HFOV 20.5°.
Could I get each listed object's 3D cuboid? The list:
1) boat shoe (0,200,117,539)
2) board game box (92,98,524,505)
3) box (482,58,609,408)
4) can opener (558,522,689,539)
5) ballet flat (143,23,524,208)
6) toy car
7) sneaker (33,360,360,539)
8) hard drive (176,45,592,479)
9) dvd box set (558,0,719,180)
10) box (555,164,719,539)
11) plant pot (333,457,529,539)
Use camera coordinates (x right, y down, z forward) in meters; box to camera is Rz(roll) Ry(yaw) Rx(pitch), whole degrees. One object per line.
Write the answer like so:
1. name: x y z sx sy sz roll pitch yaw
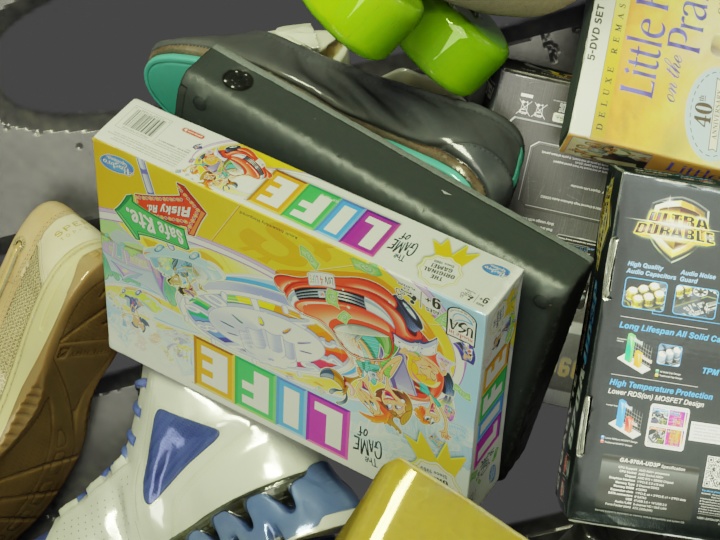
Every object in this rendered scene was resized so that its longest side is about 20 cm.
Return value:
1. boat shoe: -0.175 0.061 0.995 0.064 0.071 0.201 38 107 28
2. board game box: -0.027 0.018 0.889 0.199 0.034 0.135 24 138 21
3. box: 0.145 -0.006 0.979 0.198 0.048 0.160 11 103 -2
4. can opener: 0.130 0.156 0.995 0.067 0.054 0.200 21 123 -33
5. ballet flat: -0.008 -0.076 0.950 0.199 0.073 0.074 23 103 25
6. toy car: 0.027 -0.211 0.888 0.164 0.157 0.200 -44 64 19
7. sneaker: -0.096 0.102 0.996 0.198 0.080 0.116 -22 75 22
8. hard drive: 0.000 0.000 0.915 0.199 0.033 0.140 31 140 15
9. dvd box set: 0.203 -0.104 0.936 0.199 0.029 0.147 14 74 -2
10. box: 0.198 0.046 0.895 0.198 0.046 0.160 8 99 0
11. plant pot: 0.026 0.237 0.858 0.194 0.196 0.201 33 67 3
